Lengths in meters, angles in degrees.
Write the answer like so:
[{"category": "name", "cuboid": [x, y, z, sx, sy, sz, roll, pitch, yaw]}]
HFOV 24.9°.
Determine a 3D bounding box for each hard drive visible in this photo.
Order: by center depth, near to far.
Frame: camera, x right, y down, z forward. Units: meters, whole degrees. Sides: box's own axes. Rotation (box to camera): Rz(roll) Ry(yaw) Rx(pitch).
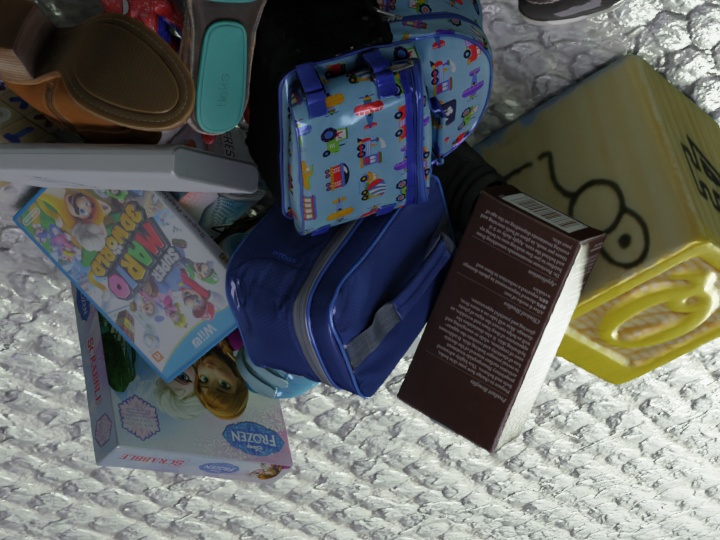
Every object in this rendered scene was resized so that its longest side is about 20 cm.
[{"category": "hard drive", "cuboid": [-0.198, -0.080, 1.276, 0.199, 0.026, 0.132, 2, 178, 24]}]

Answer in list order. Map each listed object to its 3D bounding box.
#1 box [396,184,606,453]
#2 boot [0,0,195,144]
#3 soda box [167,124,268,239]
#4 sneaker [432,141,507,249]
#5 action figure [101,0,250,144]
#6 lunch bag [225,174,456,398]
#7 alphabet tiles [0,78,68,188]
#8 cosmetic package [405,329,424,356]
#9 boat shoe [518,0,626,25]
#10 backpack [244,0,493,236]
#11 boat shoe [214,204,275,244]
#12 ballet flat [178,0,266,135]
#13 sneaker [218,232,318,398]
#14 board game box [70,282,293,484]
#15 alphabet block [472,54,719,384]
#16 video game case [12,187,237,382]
[{"category": "box", "cuboid": [0.118, 0.039, 1.372, 0.075, 0.100, 0.201, -13, 129, -63]}, {"category": "boot", "cuboid": [-0.182, -0.123, 1.210, 0.199, 0.077, 0.155, 17, 162, 24]}, {"category": "soda box", "cuboid": [-0.168, -0.050, 1.434, 0.068, 0.064, 0.200, 14, 142, -39]}, {"category": "sneaker", "cuboid": [0.065, -0.021, 1.455, 0.071, 0.099, 0.201, 1, 117, -47]}, {"category": "action figure", "cuboid": [-0.145, -0.163, 1.268, 0.065, 0.052, 0.200, -18, 149, 17]}, {"category": "lunch bag", "cuboid": [0.000, 0.000, 1.358, 0.132, 0.200, 0.136, 16, 144, 31]}, {"category": "alphabet tiles", "cuboid": [-0.336, -0.105, 1.325, 0.199, 0.006, 0.166, -24, 150, 19]}, {"category": "cosmetic package", "cuboid": [-0.029, 0.031, 1.615, 0.113, 0.081, 0.200, -28, 148, 25]}, {"category": "boat shoe", "cuboid": [0.213, -0.248, 1.259, 0.199, 0.067, 0.057, -18, 135, -1]}, {"category": "backpack", "cuboid": [0.018, -0.137, 1.274, 0.199, 0.135, 0.183, -15, 140, -17]}, {"category": "boat shoe", "cuboid": [-0.118, -0.016, 1.506, 0.201, 0.066, 0.072, -37, 141, -4]}, {"category": "ballet flat", "cuboid": [-0.103, -0.199, 1.183, 0.068, 0.067, 0.201, 4, 116, -27]}, {"category": "sneaker", "cuboid": [-0.087, 0.054, 1.487, 0.130, 0.080, 0.200, -34, 128, 26]}, {"category": "board game box", "cuboid": [-0.169, 0.097, 1.550, 0.199, 0.200, 0.041, 11, 142, -38]}, {"category": "alphabet block", "cuboid": [0.240, -0.040, 1.483, 0.195, 0.201, 0.196, -30, 147, 28]}, {"category": "video game case", "cuboid": [-0.192, -0.010, 1.402, 0.200, 0.018, 0.143, 47, 126, -7]}]
